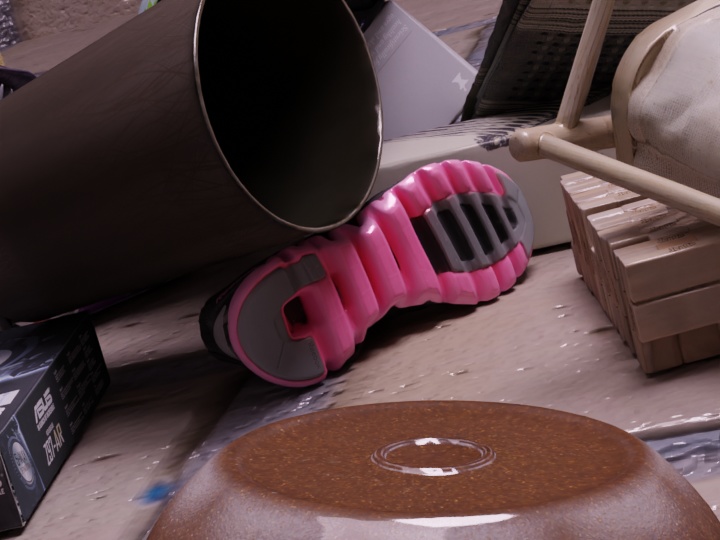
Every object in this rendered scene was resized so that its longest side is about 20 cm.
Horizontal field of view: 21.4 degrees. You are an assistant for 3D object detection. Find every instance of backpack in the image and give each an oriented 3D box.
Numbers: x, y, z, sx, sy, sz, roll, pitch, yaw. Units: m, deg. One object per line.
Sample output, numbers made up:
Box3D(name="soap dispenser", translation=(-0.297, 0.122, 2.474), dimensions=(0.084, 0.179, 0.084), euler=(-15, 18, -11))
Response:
Box3D(name="backpack", translation=(-0.048, -0.170, 1.106), dimensions=(0.163, 0.154, 0.200), euler=(-50, -10, 27))

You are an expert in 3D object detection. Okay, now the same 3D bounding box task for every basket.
Box3D(name="basket", translation=(-0.110, -0.058, 0.965), dimensions=(0.199, 0.137, 0.181), euler=(-21, 22, 30))

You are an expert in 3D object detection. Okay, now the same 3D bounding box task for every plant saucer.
Box3D(name="plant saucer", translation=(0.025, 0.077, 0.632), dimensions=(0.198, 0.037, 0.200), euler=(-1, 11, 0))

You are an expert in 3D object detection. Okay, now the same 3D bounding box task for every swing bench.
Box3D(name="swing bench", translation=(0.207, -0.068, 0.788), dimensions=(0.199, 0.131, 0.199), euler=(10, 12, -35))

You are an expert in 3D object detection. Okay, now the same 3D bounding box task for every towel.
Box3D(name="towel", translation=(0.166, -0.130, 1.084), dimensions=(0.198, 0.035, 0.193), euler=(-1, -23, -13))

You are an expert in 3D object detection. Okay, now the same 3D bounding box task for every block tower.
Box3D(name="block tower", translation=(0.136, -0.008, 0.894), dimensions=(0.057, 0.054, 0.200), euler=(-14, 14, 2))

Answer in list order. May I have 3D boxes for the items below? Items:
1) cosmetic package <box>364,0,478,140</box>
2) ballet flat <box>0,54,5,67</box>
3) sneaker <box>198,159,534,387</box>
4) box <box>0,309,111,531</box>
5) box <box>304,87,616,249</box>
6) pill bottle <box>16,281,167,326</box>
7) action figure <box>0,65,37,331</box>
Box3D(name="cosmetic package", translation=(0.006, -0.110, 1.236), dimensions=(0.107, 0.090, 0.200), euler=(-51, 6, -1))
Box3D(name="ballet flat", translation=(-0.271, -0.051, 1.204), dimensions=(0.070, 0.202, 0.071), euler=(14, 16, -4))
Box3D(name="sneaker", translation=(0.000, 0.000, 0.992), dimensions=(0.199, 0.080, 0.095), euler=(-23, 4, -30))
Box3D(name="box", translation=(-0.221, 0.085, 0.936), dimensions=(0.159, 0.044, 0.200), euler=(-13, 14, 9))
Box3D(name="box", translation=(0.067, -0.047, 1.083), dimensions=(0.198, 0.069, 0.082), euler=(-12, 14, 12))
Box3D(name="pill bottle", translation=(-0.165, -0.035, 1.191), dimensions=(0.199, 0.113, 0.112), euler=(-24, 17, -32))
Box3D(name="action figure", translation=(-0.239, -0.020, 1.071), dimensions=(0.129, 0.202, 0.069), euler=(11, 4, 15))
